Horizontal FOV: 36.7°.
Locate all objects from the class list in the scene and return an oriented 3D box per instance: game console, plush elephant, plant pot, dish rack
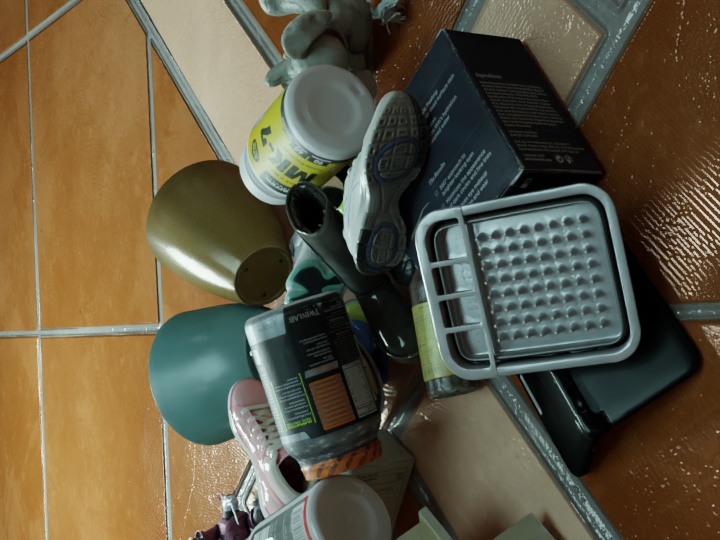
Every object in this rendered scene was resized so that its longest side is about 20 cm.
[{"bbox_3d":[0.229,0.076,1.099,0.176,0.116,0.200,85,163,-56],"label":"game console"},{"bbox_3d":[-0.052,-0.275,1.361,0.200,0.155,0.165,-4,129,42],"label":"plush elephant"},{"bbox_3d":[-0.182,-0.037,1.550,0.200,0.186,0.187,39,123,48],"label":"plant pot"},{"bbox_3d":[0.162,0.010,1.040,0.200,0.044,0.172,-10,97,27],"label":"dish rack"},{"bbox_3d":[-0.173,0.136,1.545,0.161,0.200,0.201,-19,75,38],"label":"plant pot"}]

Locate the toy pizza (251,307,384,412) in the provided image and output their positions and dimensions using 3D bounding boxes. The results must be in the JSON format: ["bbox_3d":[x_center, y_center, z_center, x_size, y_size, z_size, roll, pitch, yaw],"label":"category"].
[{"bbox_3d":[-0.061,0.134,1.387,0.200,0.032,0.201,19,132,22],"label":"toy pizza"}]

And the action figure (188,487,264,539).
[{"bbox_3d":[-0.182,0.429,1.677,0.149,0.134,0.200,63,-168,-52],"label":"action figure"}]

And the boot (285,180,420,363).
[{"bbox_3d":[-0.001,0.002,1.287,0.182,0.073,0.200,49,172,42],"label":"boot"}]

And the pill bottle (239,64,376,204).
[{"bbox_3d":[-0.070,-0.155,1.307,0.200,0.114,0.115,-34,63,60],"label":"pill bottle"}]

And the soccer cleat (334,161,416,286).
[{"bbox_3d":[0.016,-0.062,1.350,0.068,0.081,0.200,-54,49,42],"label":"soccer cleat"}]

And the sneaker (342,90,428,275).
[{"bbox_3d":[0.013,-0.098,1.161,0.087,0.074,0.200,45,127,52],"label":"sneaker"}]

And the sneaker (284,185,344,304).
[{"bbox_3d":[-0.061,-0.004,1.457,0.140,0.078,0.201,140,146,-73],"label":"sneaker"}]

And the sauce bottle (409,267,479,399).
[{"bbox_3d":[0.091,0.046,1.259,0.065,0.065,0.201,-23,73,54],"label":"sauce bottle"}]

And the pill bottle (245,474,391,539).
[{"bbox_3d":[-0.064,0.329,1.284,0.200,0.114,0.114,-41,58,41],"label":"pill bottle"}]

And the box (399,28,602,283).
[{"bbox_3d":[0.122,-0.115,1.161,0.197,0.117,0.200,-55,50,42],"label":"box"}]

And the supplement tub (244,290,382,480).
[{"bbox_3d":[-0.050,0.134,1.265,0.122,0.122,0.201,-22,85,54],"label":"supplement tub"}]

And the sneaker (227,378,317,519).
[{"bbox_3d":[-0.106,0.215,1.378,0.105,0.075,0.201,-53,51,53],"label":"sneaker"}]

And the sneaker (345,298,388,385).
[{"bbox_3d":[-0.023,0.138,1.422,0.105,0.076,0.200,53,132,39],"label":"sneaker"}]

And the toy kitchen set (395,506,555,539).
[{"bbox_3d":[0.139,0.366,1.193,0.200,0.163,0.181,48,162,33],"label":"toy kitchen set"}]

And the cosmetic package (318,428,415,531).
[{"bbox_3d":[-0.012,0.309,1.388,0.073,0.103,0.200,40,122,47],"label":"cosmetic package"}]
